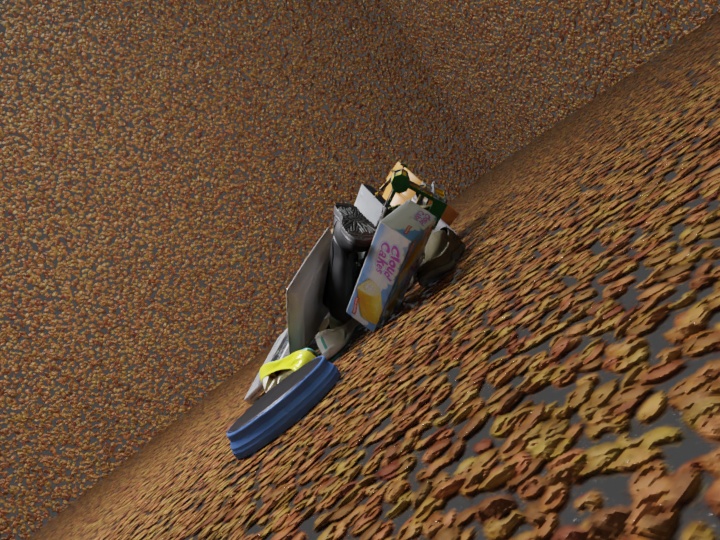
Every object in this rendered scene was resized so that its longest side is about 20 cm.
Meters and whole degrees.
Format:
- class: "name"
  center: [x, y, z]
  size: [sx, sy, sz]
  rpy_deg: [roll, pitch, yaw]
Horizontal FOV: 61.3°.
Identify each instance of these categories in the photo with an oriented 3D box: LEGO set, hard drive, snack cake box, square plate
- class: "LEGO set"
  center: [0.092, -0.118, 1.241]
  size: [0.117, 0.149, 0.205]
  rpy_deg: [-81, 8, -64]
- class: "hard drive"
  center: [0.005, -0.072, 1.359]
  size: [0.140, 0.032, 0.205]
  rpy_deg: [51, 126, 54]
- class: "snack cake box"
  center: [0.054, -0.008, 1.065]
  size: [0.115, 0.066, 0.204]
  rpy_deg: [-38, -26, -50]
- class: "square plate"
  center: [-0.092, 0.052, 1.199]
  size: [0.200, 0.028, 0.204]
  rpy_deg: [-60, -20, -45]

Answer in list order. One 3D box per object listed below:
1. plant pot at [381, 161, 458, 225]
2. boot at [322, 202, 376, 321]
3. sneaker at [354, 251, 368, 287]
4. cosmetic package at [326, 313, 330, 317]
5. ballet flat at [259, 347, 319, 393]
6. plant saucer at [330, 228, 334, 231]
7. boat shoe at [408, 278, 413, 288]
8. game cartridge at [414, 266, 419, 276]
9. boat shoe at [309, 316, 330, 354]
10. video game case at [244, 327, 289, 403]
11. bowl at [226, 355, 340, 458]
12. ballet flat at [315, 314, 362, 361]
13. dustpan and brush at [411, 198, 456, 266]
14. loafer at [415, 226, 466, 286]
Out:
- class: "plant pot"
  center: [0.115, -0.132, 1.510]
  size: [0.185, 0.199, 0.200]
  rpy_deg: [-51, -1, 10]
- class: "boot"
  center: [-0.025, 0.002, 1.112]
  size: [0.063, 0.206, 0.166]
  rpy_deg: [5, 24, -14]
- class: "sneaker"
  center: [0.000, 0.000, 1.216]
  size: [0.076, 0.114, 0.202]
  rpy_deg: [-37, -27, -27]
- class: "cosmetic package"
  center: [-0.077, 0.068, 1.498]
  size: [0.154, 0.051, 0.200]
  rpy_deg: [-60, 7, 5]
- class: "ballet flat"
  center: [-0.146, 0.201, 1.131]
  size: [0.198, 0.066, 0.068]
  rpy_deg: [-32, 25, 47]
- class: "plant saucer"
  center: [-0.084, -0.014, 1.378]
  size: [0.200, 0.034, 0.206]
  rpy_deg: [-158, 89, -90]
- class: "boat shoe"
  center: [0.059, 0.000, 1.356]
  size: [0.068, 0.074, 0.201]
  rpy_deg: [-11, 34, -21]
- class: "game cartridge"
  center: [0.139, -0.020, 1.481]
  size: [0.133, 0.041, 0.199]
  rpy_deg: [-43, 5, -30]
- class: "boat shoe"
  center: [-0.097, 0.150, 1.349]
  size: [0.074, 0.063, 0.199]
  rpy_deg: [-39, 2, -33]
- class: "video game case"
  center: [-0.184, 0.191, 1.401]
  size: [0.182, 0.023, 0.202]
  rpy_deg: [-47, 12, 42]
- class: "bowl"
  center: [-0.119, 0.201, 0.920]
  size: [0.198, 0.040, 0.201]
  rpy_deg: [-37, 3, 2]
- class: "ballet flat"
  center: [-0.042, 0.113, 1.187]
  size: [0.069, 0.070, 0.200]
  rpy_deg: [-35, 2, 17]
- class: "dustpan and brush"
  center: [0.119, -0.042, 1.365]
  size: [0.202, 0.139, 0.057]
  rpy_deg: [-54, -19, 18]
- class: "loafer"
  center: [0.143, -0.031, 1.157]
  size: [0.074, 0.071, 0.200]
  rpy_deg: [-34, 3, 28]
